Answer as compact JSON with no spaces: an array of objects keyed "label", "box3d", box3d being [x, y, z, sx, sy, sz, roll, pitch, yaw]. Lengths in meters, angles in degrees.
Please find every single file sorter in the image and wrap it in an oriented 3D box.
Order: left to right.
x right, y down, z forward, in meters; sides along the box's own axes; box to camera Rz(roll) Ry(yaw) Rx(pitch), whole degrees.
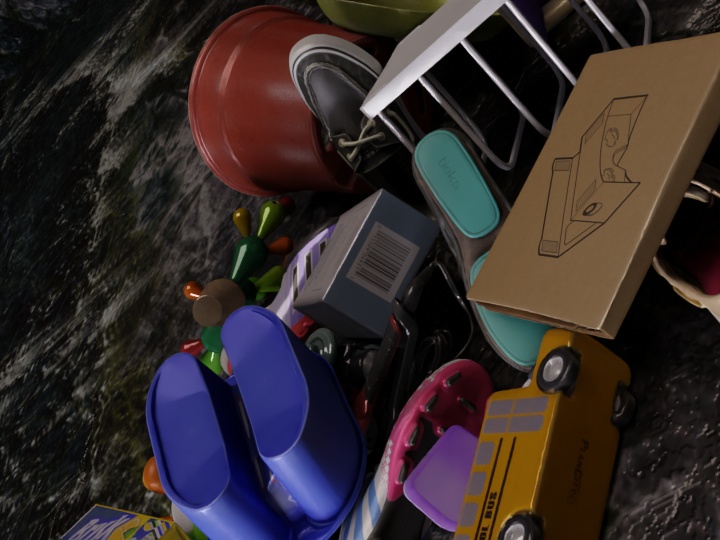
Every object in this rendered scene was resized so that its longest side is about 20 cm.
[{"label":"file sorter","box3d":[0.123,-0.173,0.893,0.199,0.124,0.139,-38,16,32]}]

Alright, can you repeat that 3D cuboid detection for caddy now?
[{"label":"caddy","box3d":[-0.076,0.126,0.832,0.140,0.105,0.201,-34,40,6]}]

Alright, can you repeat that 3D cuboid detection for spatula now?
[{"label":"spatula","box3d":[0.110,0.091,0.763,0.201,0.056,0.021,-50,-3,-1]}]

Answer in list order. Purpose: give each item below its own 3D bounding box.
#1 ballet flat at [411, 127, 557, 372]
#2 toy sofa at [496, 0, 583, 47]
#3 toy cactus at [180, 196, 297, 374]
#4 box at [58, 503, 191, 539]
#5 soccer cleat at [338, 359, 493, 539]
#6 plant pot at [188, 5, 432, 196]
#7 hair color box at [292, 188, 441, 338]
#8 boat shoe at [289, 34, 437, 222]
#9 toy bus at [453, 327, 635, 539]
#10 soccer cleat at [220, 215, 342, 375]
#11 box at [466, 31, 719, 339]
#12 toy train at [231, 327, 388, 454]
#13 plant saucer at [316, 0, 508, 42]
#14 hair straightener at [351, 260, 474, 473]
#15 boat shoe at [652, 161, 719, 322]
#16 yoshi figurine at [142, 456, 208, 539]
[{"label":"ballet flat","box3d":[0.101,-0.017,0.833,0.067,0.068,0.202,-25,73,9]},{"label":"toy sofa","box3d":[0.120,-0.297,0.965,0.083,0.199,0.098,-39,27,28]},{"label":"toy cactus","box3d":[-0.133,0.018,1.123,0.201,0.102,0.165,-55,-4,13]},{"label":"box","box3d":[-0.181,0.231,0.851,0.070,0.065,0.199,-43,14,-27]},{"label":"soccer cleat","box3d":[0.028,0.153,0.804,0.202,0.069,0.086,-63,22,-13]},{"label":"plant pot","box3d":[-0.042,-0.162,1.116,0.194,0.200,0.203,18,77,53]},{"label":"hair color box","box3d":[0.000,0.000,0.938,0.100,0.060,0.200,-61,8,-8]},{"label":"boat shoe","box3d":[0.013,-0.118,0.957,0.070,0.200,0.064,-32,32,25]},{"label":"toy bus","box3d":[0.110,0.140,0.692,0.078,0.065,0.203,-17,49,52]},{"label":"soccer cleat","box3d":[-0.055,0.039,1.066,0.201,0.068,0.073,-51,49,10]},{"label":"box","box3d":[0.157,-0.058,0.723,0.202,0.021,0.163,-62,21,-7]},{"label":"toy train","box3d":[-0.050,0.119,0.957,0.199,0.084,0.116,-14,63,48]},{"label":"plant saucer","box3d":[0.050,-0.245,1.066,0.200,0.197,0.032,-135,48,-61]},{"label":"hair straightener","box3d":[0.037,0.091,0.846,0.041,0.076,0.203,-125,51,-72]},{"label":"boat shoe","box3d":[0.209,-0.029,0.694,0.074,0.069,0.201,-49,30,15]},{"label":"yoshi figurine","box3d":[-0.128,0.200,0.927,0.198,0.114,0.112,-8,23,45]}]
